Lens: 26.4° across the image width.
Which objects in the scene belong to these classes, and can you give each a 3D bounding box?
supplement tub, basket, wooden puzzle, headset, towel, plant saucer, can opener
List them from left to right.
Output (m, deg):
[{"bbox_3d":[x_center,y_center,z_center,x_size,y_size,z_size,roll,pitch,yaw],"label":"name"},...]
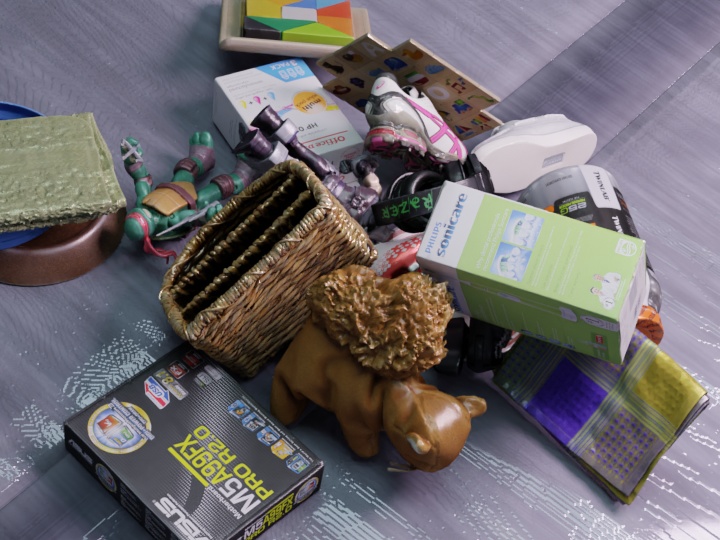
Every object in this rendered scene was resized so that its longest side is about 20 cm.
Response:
[{"bbox_3d":[-0.352,-0.097,1.577,0.199,0.037,0.149,-10,51,-19],"label":"towel"},{"bbox_3d":[-0.352,-0.069,1.651,0.199,0.035,0.201,4,48,-5],"label":"plant saucer"},{"bbox_3d":[-0.109,-0.019,1.515,0.200,0.149,0.143,-43,61,3],"label":"basket"},{"bbox_3d":[-0.077,-0.299,1.853,0.184,0.037,0.200,4,25,-6],"label":"wooden puzzle"},{"bbox_3d":[0.094,-0.068,1.624,0.123,0.095,0.200,-14,5,31],"label":"headset"},{"bbox_3d":[0.126,0.028,1.593,0.078,0.064,0.201,14,48,3],"label":"can opener"},{"bbox_3d":[0.244,-0.002,1.626,0.122,0.123,0.201,-6,54,-15],"label":"supplement tub"},{"bbox_3d":[0.235,0.117,1.520,0.200,0.144,0.023,44,17,25],"label":"towel"}]

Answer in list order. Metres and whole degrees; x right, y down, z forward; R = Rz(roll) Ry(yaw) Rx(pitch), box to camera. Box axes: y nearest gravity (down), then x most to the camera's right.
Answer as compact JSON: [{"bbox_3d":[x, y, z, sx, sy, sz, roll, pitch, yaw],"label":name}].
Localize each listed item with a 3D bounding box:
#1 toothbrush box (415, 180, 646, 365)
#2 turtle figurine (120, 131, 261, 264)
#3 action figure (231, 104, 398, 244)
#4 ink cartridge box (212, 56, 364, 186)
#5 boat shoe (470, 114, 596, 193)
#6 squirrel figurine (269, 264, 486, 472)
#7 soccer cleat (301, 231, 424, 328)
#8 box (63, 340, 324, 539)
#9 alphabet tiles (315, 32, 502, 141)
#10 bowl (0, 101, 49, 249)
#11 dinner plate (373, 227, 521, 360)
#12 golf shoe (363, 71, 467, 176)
[{"bbox_3d":[0.166,0.004,1.462,0.199,0.146,0.087,16,74,17],"label":"toothbrush box"},{"bbox_3d":[-0.200,-0.083,1.646,0.149,0.101,0.200,36,39,12],"label":"turtle figurine"},{"bbox_3d":[-0.040,-0.092,1.646,0.200,0.069,0.130,40,58,-11],"label":"action figure"},{"bbox_3d":[-0.074,-0.147,1.744,0.115,0.068,0.200,-19,54,-24],"label":"ink cartridge box"},{"bbox_3d":[0.188,-0.146,1.777,0.199,0.072,0.068,-20,46,-35],"label":"boat shoe"},{"bbox_3d":[0.026,0.097,1.451,0.141,0.201,0.186,-22,44,-34],"label":"squirrel figurine"},{"bbox_3d":[0.000,0.000,1.591,0.199,0.069,0.085,-34,70,-6],"label":"soccer cleat"},{"bbox_3d":[-0.158,0.176,1.455,0.160,0.044,0.200,-33,60,-33],"label":"box"},{"bbox_3d":[0.055,-0.200,1.724,0.199,0.166,0.006,29,63,-27],"label":"alphabet tiles"},{"bbox_3d":[-0.400,-0.099,1.621,0.199,0.039,0.201,4,48,-5],"label":"bowl"},{"bbox_3d":[0.095,0.023,1.650,0.199,0.024,0.201,5,49,-6],"label":"dinner plate"},{"bbox_3d":[0.070,-0.158,1.704,0.072,0.200,0.093,-3,78,26],"label":"golf shoe"}]
